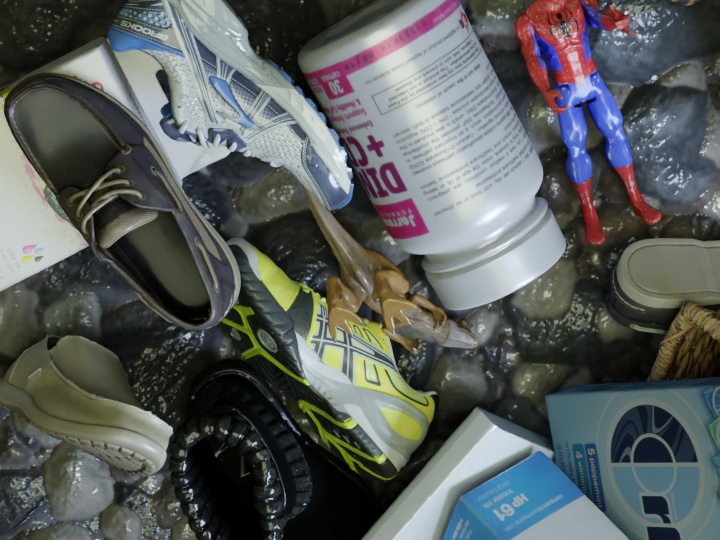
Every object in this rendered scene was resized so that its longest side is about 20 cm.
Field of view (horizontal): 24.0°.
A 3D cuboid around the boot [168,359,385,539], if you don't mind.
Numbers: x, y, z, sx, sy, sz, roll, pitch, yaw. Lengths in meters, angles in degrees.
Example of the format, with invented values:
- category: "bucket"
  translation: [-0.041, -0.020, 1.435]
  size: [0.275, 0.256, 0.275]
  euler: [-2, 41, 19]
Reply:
- category: "boot"
  translation: [-0.052, 0.164, 1.154]
  size: [0.079, 0.158, 0.211]
  euler: [-41, 103, 6]

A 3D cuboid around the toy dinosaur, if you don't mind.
- category: "toy dinosaur"
  translation: [0.000, 0.000, 1.162]
  size: [0.060, 0.106, 0.200]
  euler: [-35, 110, 17]

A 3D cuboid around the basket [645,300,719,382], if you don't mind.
- category: "basket"
  translation: [0.265, 0.145, 1.153]
  size: [0.149, 0.143, 0.200]
  euler: [12, 123, -10]

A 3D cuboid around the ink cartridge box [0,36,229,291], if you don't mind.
- category: "ink cartridge box"
  translation: [-0.197, -0.077, 1.132]
  size: [0.200, 0.068, 0.117]
  euler: [-28, 104, 2]

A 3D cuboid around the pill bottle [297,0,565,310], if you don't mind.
- category: "pill bottle"
  translation: [0.052, -0.082, 1.125]
  size: [0.113, 0.113, 0.200]
  euler: [-28, 104, 3]

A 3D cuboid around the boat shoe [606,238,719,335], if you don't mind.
- category: "boat shoe"
  translation: [0.271, 0.019, 1.205]
  size: [0.200, 0.073, 0.063]
  euler: [5, 146, -11]

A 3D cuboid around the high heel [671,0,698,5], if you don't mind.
- category: "high heel"
  translation: [0.125, -0.219, 1.138]
  size: [0.142, 0.071, 0.200]
  euler: [-34, 119, 28]

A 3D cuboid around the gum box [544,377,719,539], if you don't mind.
- category: "gum box"
  translation: [0.217, 0.159, 1.132]
  size: [0.044, 0.200, 0.170]
  euler: [-10, 91, -36]

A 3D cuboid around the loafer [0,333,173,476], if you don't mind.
- category: "loafer"
  translation: [-0.183, 0.081, 1.118]
  size: [0.076, 0.200, 0.068]
  euler: [34, 78, -36]

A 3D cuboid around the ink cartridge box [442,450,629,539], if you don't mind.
- category: "ink cartridge box"
  translation: [0.142, 0.248, 1.146]
  size: [0.085, 0.200, 0.145]
  euler: [-24, 146, -36]

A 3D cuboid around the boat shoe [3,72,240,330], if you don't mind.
- category: "boat shoe"
  translation: [-0.147, -0.043, 1.072]
  size: [0.074, 0.073, 0.200]
  euler: [-41, 104, 7]

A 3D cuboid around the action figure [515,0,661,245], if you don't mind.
- category: "action figure"
  translation: [0.154, -0.109, 1.124]
  size: [0.065, 0.099, 0.200]
  euler: [-22, 110, -1]

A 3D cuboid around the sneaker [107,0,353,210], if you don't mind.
- category: "sneaker"
  translation: [-0.087, -0.108, 1.110]
  size: [0.085, 0.077, 0.200]
  euler: [-42, 101, -1]

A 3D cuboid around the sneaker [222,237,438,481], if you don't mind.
- category: "sneaker"
  translation: [-0.027, 0.053, 1.185]
  size: [0.076, 0.075, 0.200]
  euler: [-44, 102, -25]

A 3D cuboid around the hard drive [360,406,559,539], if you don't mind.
- category: "hard drive"
  translation: [0.049, 0.188, 1.192]
  size: [0.200, 0.132, 0.027]
  euler: [-49, 59, 8]
